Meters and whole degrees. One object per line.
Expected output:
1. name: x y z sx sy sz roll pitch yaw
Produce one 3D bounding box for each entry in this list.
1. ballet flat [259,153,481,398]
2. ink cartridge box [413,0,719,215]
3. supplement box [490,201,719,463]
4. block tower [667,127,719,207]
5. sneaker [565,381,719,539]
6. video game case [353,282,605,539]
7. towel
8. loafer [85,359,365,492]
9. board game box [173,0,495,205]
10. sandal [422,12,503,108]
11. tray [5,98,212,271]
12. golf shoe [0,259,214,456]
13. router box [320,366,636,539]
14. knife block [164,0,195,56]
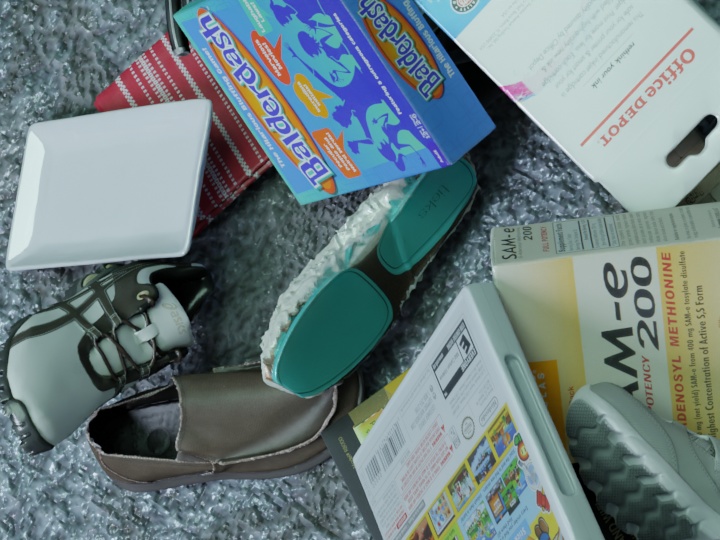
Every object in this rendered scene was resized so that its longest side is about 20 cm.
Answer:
1. ballet flat: 0.000 0.000 1.603 0.072 0.072 0.200 30 70 31
2. ink cartridge box: 0.142 -0.132 1.495 0.115 0.068 0.200 -46 81 11
3. supplement box: 0.177 0.033 1.439 0.199 0.074 0.127 -7 108 4
4. block tower: 0.169 -0.089 1.560 0.054 0.058 0.200 -43 61 11
5. sneaker: 0.200 0.124 1.407 0.200 0.075 0.082 39 62 -3
6. video game case: 0.065 0.135 1.432 0.183 0.023 0.200 68 150 26
7. towel: -0.079 -0.129 1.724 0.200 0.022 0.145 -40 58 9
8. loafer: -0.091 0.099 1.630 0.199 0.071 0.073 -19 67 22
9. board game box: -0.020 -0.124 1.567 0.045 0.152 0.200 -40 13 -25
10. sandal: 0.090 -0.161 1.567 0.200 0.043 0.076 -34 62 21
11. tray: -0.166 -0.054 1.716 0.199 0.022 0.108 -4 72 46
12. golf shoe: -0.161 0.044 1.620 0.094 0.078 0.200 -15 23 28
13. router box: 0.087 0.139 1.534 0.157 0.052 0.201 -37 61 14
14. knife block: -0.107 -0.235 1.730 0.200 0.064 0.176 32 86 36
